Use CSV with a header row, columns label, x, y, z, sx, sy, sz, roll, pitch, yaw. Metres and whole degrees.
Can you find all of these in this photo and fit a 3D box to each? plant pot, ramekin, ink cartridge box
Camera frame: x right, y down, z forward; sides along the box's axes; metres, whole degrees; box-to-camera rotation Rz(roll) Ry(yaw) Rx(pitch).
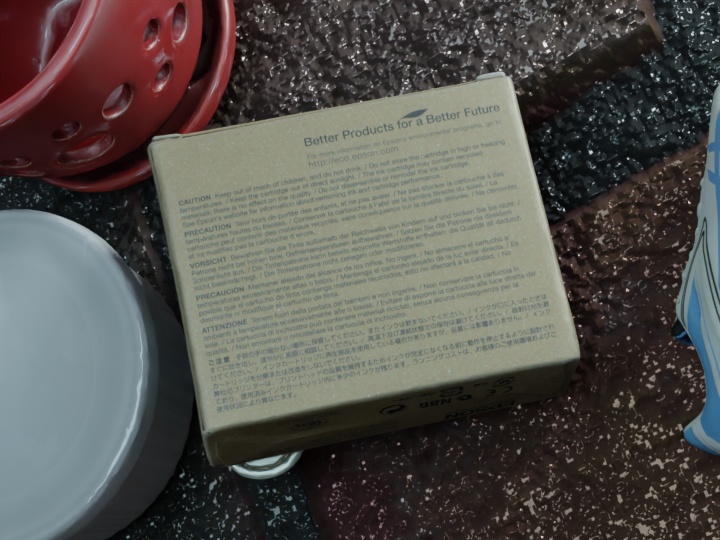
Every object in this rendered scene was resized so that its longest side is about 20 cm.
label,x,y,z,sx,sy,sz,roll,pitch,yaw
plant pot,-0.182,-0.145,1.117,0.198,0.182,0.203,-7,73,23
ramekin,-0.188,0.072,1.115,0.200,0.094,0.205,-6,75,23
ink cartridge box,0.000,0.000,1.014,0.198,0.075,0.166,-11,70,-4

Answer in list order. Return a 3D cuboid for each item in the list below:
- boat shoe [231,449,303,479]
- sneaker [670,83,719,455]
label,x,y,z,sx,sy,sz,roll,pitch,yaw
boat shoe,-0.059,0.022,1.078,0.074,0.062,0.202,-9,72,-3
sneaker,0.188,-0.004,0.970,0.072,0.072,0.202,-10,69,32
